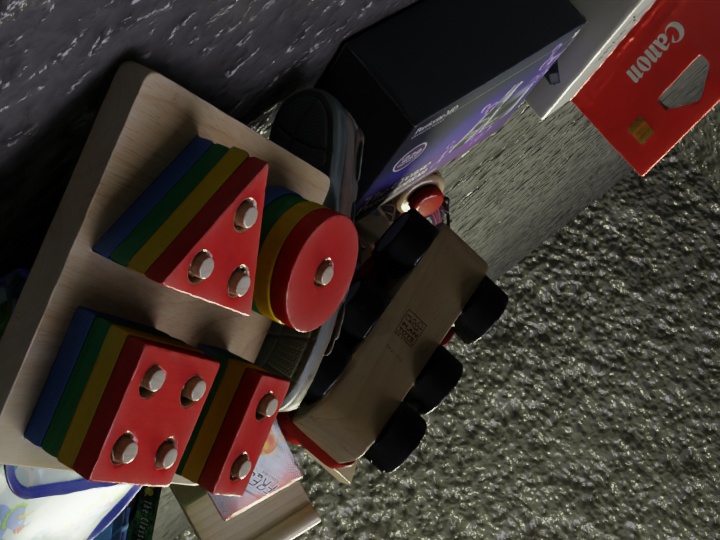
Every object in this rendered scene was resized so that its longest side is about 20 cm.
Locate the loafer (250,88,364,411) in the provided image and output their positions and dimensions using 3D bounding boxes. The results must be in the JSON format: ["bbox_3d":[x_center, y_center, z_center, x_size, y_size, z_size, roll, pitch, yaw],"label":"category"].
[{"bbox_3d":[-0.028,-0.009,0.845,0.071,0.203,0.063,2,168,34],"label":"loafer"}]

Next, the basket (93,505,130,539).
[{"bbox_3d":[-0.235,0.196,1.004,0.199,0.138,0.178,-26,-132,42],"label":"basket"}]

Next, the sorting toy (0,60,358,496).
[{"bbox_3d":[-0.084,0.022,0.714,0.200,0.069,0.201,25,88,-62],"label":"sorting toy"}]

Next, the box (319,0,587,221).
[{"bbox_3d":[0.051,-0.129,0.972,0.199,0.079,0.141,-34,167,-37],"label":"box"}]

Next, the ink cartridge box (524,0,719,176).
[{"bbox_3d":[0.187,-0.175,0.992,0.045,0.177,0.200,-34,170,-33],"label":"ink cartridge box"}]

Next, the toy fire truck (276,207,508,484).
[{"bbox_3d":[0.006,0.074,0.995,0.177,0.128,0.200,-54,-168,-26],"label":"toy fire truck"}]

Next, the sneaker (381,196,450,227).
[{"bbox_3d":[0.054,-0.042,1.255,0.075,0.080,0.200,-60,178,6],"label":"sneaker"}]

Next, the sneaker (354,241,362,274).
[{"bbox_3d":[-0.085,0.019,0.895,0.200,0.075,0.077,-49,135,-24],"label":"sneaker"}]

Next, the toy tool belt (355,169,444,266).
[{"bbox_3d":[0.000,0.000,1.094,0.198,0.124,0.125,-28,151,-6],"label":"toy tool belt"}]

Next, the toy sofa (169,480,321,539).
[{"bbox_3d":[-0.095,0.169,1.029,0.082,0.098,0.200,-30,-165,-11],"label":"toy sofa"}]

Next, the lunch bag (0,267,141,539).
[{"bbox_3d":[-0.186,0.080,0.779,0.200,0.128,0.169,-49,158,16],"label":"lunch bag"}]

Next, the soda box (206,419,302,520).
[{"bbox_3d":[-0.108,0.082,0.956,0.063,0.069,0.200,-28,-146,-8],"label":"soda box"}]

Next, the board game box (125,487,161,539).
[{"bbox_3d":[-0.199,0.225,1.108,0.105,0.023,0.202,-42,-150,37],"label":"board game box"}]
